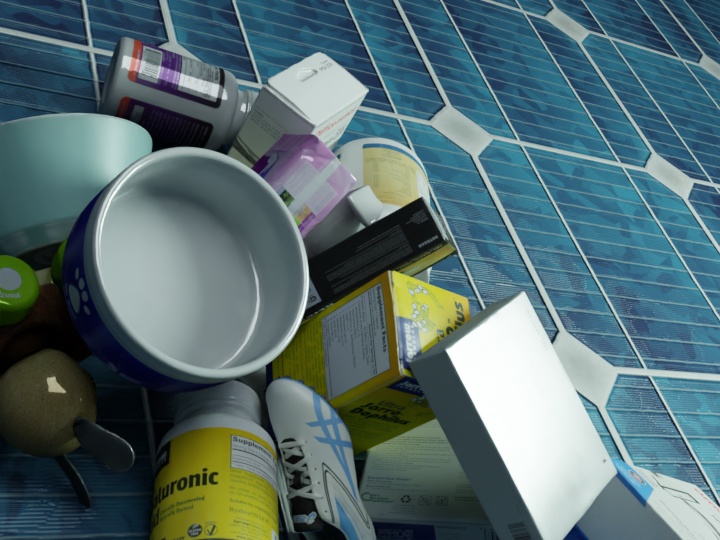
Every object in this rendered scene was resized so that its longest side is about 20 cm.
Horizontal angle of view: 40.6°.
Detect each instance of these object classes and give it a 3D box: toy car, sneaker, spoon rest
[{"bbox_3d":[-0.262,0.101,0.850,0.158,0.164,0.200,-21,71,-46],"label":"toy car"},{"bbox_3d":[-0.042,0.194,0.905,0.072,0.072,0.201,-32,104,-54],"label":"sneaker"},{"bbox_3d":[-0.037,-0.048,1.079,0.061,0.200,0.099,-42,101,-34],"label":"spoon rest"}]

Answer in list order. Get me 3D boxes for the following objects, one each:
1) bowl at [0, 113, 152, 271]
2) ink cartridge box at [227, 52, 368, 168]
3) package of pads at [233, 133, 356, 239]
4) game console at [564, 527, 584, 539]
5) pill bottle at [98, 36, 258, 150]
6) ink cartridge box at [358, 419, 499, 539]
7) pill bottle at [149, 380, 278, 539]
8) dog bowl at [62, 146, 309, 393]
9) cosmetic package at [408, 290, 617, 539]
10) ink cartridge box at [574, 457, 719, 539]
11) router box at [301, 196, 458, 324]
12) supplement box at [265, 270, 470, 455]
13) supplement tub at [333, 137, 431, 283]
[{"bbox_3d":[-0.287,-0.059,0.921,0.200,0.201,0.105,-5,73,-38],"label":"bowl"},{"bbox_3d":[-0.092,-0.154,1.202,0.085,0.200,0.146,37,38,6],"label":"ink cartridge box"},{"bbox_3d":[-0.106,-0.048,0.990,0.076,0.200,0.120,46,-10,-22],"label":"package of pads"},{"bbox_3d":[0.251,0.310,1.003,0.200,0.118,0.171,35,44,1],"label":"game console"},{"bbox_3d":[-0.225,-0.216,1.249,0.199,0.112,0.112,16,41,-22],"label":"pill bottle"},{"bbox_3d":[0.106,0.193,1.015,0.196,0.043,0.200,-1,37,14],"label":"ink cartridge box"},{"bbox_3d":[-0.128,0.199,0.866,0.111,0.111,0.200,16,40,-21],"label":"pill bottle"},{"bbox_3d":[-0.147,0.001,0.833,0.200,0.079,0.201,14,66,-33],"label":"dog bowl"},{"bbox_3d":[0.144,0.138,0.893,0.151,0.052,0.200,-28,91,-47],"label":"cosmetic package"},{"bbox_3d":[0.336,0.291,1.050,0.200,0.084,0.146,21,18,-39],"label":"ink cartridge box"},{"bbox_3d":[0.000,0.000,1.029,0.052,0.200,0.157,63,9,8],"label":"router box"},{"bbox_3d":[0.007,0.100,0.968,0.109,0.200,0.109,19,53,-37],"label":"supplement box"},{"bbox_3d":[0.019,-0.055,1.219,0.144,0.145,0.200,19,40,-18],"label":"supplement tub"}]
